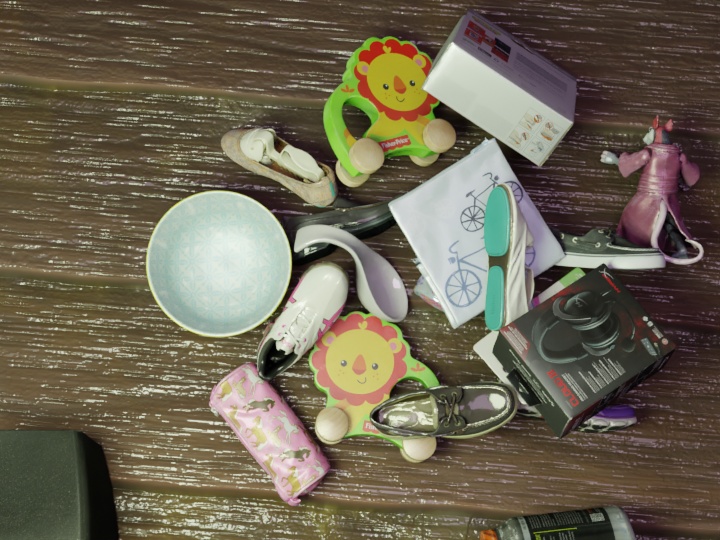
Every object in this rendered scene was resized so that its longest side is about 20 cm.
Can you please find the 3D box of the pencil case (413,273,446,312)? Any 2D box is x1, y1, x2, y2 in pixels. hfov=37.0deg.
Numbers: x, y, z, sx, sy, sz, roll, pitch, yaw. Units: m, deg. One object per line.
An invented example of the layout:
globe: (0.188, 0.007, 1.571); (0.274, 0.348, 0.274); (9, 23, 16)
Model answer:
pencil case: (0.156, -0.031, 1.524); (0.090, 0.083, 0.201); (28, 85, 16)

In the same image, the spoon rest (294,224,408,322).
spoon rest: (0.000, 0.000, 1.491); (0.200, 0.060, 0.100); (36, 40, -29)

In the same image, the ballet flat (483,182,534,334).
ballet flat: (0.202, -0.015, 1.442); (0.069, 0.069, 0.202); (1, 92, 0)

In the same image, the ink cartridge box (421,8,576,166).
ink cartridge box: (0.202, -0.263, 1.521); (0.199, 0.176, 0.084); (33, 122, -5)

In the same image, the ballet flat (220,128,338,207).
ballet flat: (-0.115, -0.163, 1.528); (0.199, 0.067, 0.068); (28, 64, 15)

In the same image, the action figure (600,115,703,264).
action figure: (0.410, -0.116, 1.509); (0.133, 0.149, 0.202); (2, 99, 4)

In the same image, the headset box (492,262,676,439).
headset box: (0.280, 0.108, 1.397); (0.199, 0.077, 0.149); (-29, 66, -17)

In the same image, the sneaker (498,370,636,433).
sneaker: (0.292, 0.175, 1.507); (0.198, 0.081, 0.084); (15, 76, 1)

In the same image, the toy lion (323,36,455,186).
toy lion: (0.033, -0.235, 1.526); (0.199, 0.069, 0.193); (-19, 81, -29)

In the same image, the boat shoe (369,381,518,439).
boat shoe: (0.107, 0.189, 1.418); (0.199, 0.065, 0.074); (-14, 78, 17)

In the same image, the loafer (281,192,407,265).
loafer: (-0.020, -0.076, 1.537); (0.199, 0.073, 0.073); (-21, 80, -4)

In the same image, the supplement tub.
supplement tub: (0.267, 0.390, 1.459); (0.198, 0.123, 0.124); (-6, 84, -1)

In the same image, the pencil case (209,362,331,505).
pencil case: (-0.126, 0.226, 1.496); (0.086, 0.083, 0.200); (-40, 86, 11)

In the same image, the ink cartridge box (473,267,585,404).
ink cartridge box: (0.261, 0.102, 1.483); (0.199, 0.067, 0.117); (-33, 65, -17)

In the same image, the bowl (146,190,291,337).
bowl: (-0.192, -0.005, 1.508); (0.198, 0.108, 0.202); (0, 84, 0)

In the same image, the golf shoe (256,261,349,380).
golf shoe: (-0.077, 0.074, 1.461); (0.072, 0.092, 0.200); (30, 125, -8)

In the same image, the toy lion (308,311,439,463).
toy lion: (0.021, 0.158, 1.520); (0.198, 0.069, 0.193); (12, 76, 1)

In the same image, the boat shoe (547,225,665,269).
boat shoe: (0.325, -0.032, 1.488); (0.199, 0.068, 0.057); (5, 94, 40)

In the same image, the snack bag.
snack bag: (0.154, -0.052, 1.473); (0.188, 0.021, 0.201); (-33, 93, -8)

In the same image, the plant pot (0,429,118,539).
plant pot: (-0.431, 0.311, 1.441); (0.198, 0.200, 0.179); (1, 71, 0)
